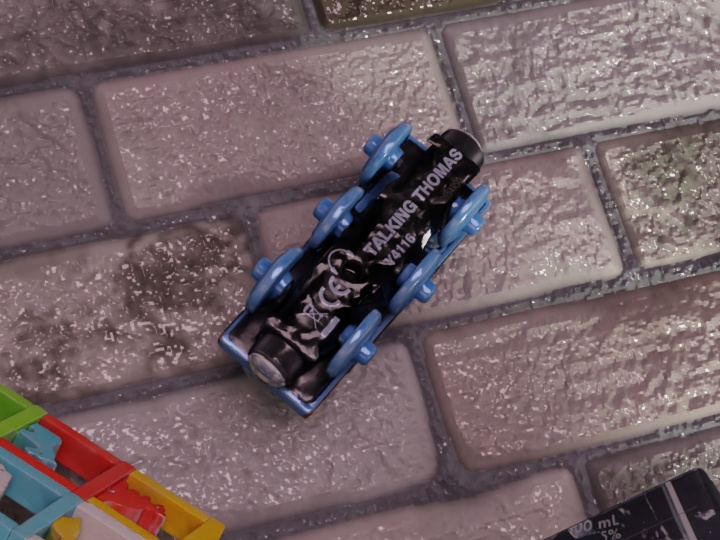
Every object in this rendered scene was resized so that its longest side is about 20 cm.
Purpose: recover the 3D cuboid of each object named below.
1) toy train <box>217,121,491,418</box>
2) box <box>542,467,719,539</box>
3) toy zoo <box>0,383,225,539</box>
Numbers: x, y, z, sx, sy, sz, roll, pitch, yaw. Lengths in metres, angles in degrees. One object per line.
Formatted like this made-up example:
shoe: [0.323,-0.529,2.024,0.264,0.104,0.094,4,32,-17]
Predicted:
toy train: [0.000,0.000,1.138,0.087,0.114,0.200,39,66,4]
box: [0.126,0.236,0.937,0.200,0.124,0.197,-27,54,9]
toy zoo: [-0.156,0.126,1.034,0.200,0.131,0.020,31,108,10]
